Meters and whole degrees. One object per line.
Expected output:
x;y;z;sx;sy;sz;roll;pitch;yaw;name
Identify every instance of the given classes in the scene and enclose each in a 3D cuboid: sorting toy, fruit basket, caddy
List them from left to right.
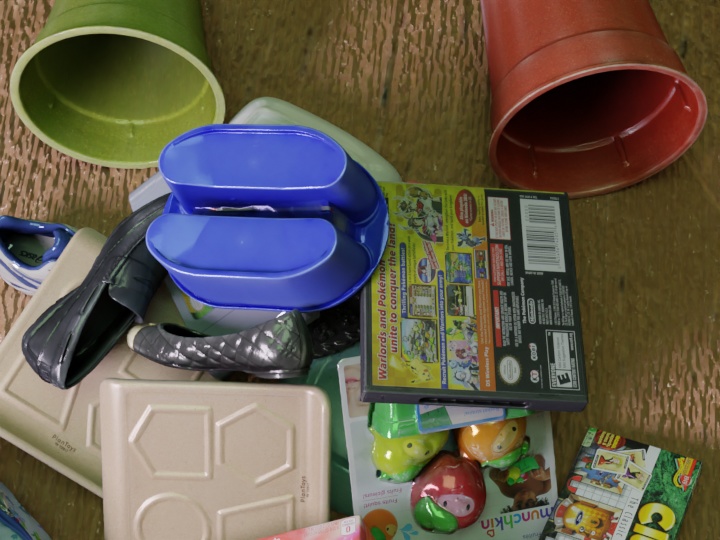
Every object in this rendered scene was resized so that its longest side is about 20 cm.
-0.228;0.089;1.163;0.185;0.036;0.200;34;74;-13;sorting toy
-0.124;0.182;1.105;0.200;0.036;0.185;3;104;6;sorting toy
-0.078;-0.040;1.049;0.200;0.105;0.142;3;75;15;caddy
0.080;0.158;1.086;0.185;0.094;0.200;-7;93;-13;fruit basket

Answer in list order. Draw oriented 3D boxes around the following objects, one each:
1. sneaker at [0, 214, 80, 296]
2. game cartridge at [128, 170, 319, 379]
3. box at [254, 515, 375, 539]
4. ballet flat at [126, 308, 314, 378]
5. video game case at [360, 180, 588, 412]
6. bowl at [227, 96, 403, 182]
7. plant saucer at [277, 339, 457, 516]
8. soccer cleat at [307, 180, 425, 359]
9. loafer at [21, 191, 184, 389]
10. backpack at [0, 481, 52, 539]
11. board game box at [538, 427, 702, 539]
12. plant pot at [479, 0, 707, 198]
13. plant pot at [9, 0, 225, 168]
-0.258;0.000;1.204;0.200;0.088;0.075;11;68;6;sneaker
-0.120;-0.021;1.148;0.133;0.040;0.200;-34;73;20;game cartridge
-0.075;0.284;1.035;0.200;0.095;0.103;-16;40;15;box
-0.118;0.056;1.081;0.200;0.066;0.057;2;93;36;ballet flat
0.090;0.018;1.062;0.180;0.026;0.200;3;60;-6;video game case
-0.076;-0.067;1.227;0.200;0.075;0.200;31;73;15;bowl
0.017;0.123;1.166;0.200;0.036;0.200;-1;69;4;plant saucer
0.000;0.000;1.164;0.200;0.068;0.073;-45;28;6;soccer cleat
-0.204;0.019;1.108;0.070;0.068;0.201;34;79;37;loafer
-0.360;0.258;1.078;0.200;0.147;0.183;39;78;14;backpack
0.208;0.222;1.074;0.105;0.023;0.200;17;48;20;board game box
0.202;-0.204;1.209;0.201;0.201;0.195;-9;60;0;plant pot
-0.226;-0.235;1.256;0.200;0.200;0.190;-1;56;3;plant pot
